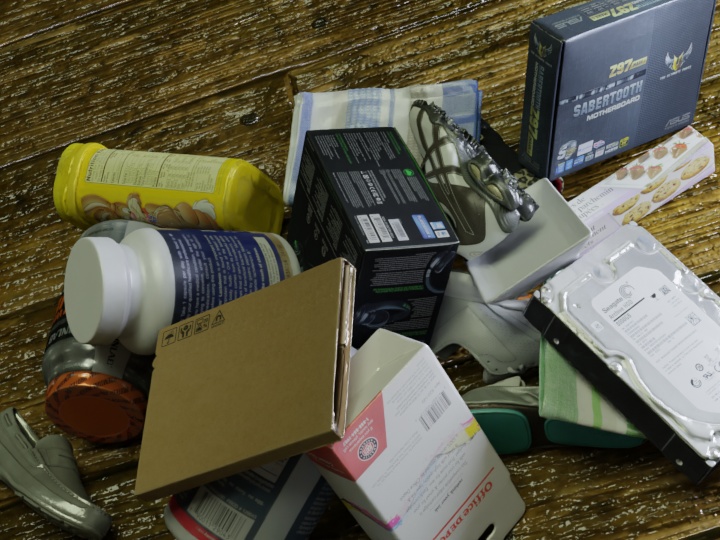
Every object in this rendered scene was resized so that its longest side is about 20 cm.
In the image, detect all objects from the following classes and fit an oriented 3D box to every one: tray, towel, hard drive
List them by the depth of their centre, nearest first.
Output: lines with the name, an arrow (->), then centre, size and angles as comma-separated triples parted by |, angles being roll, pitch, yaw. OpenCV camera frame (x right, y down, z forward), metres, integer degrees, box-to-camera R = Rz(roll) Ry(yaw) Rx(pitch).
hard drive -> 0.251, 0.062, 1.116 | 0.139, 0.038, 0.200 | -32, 67, -31
towel -> 0.248, 0.076, 1.140 | 0.199, 0.023, 0.153 | 13, 52, -7
tray -> 0.145, -0.024, 1.210 | 0.107, 0.022, 0.200 | -35, 17, 7
towel -> 0.022, -0.129, 1.357 | 0.198, 0.024, 0.148 | -2, 56, 13

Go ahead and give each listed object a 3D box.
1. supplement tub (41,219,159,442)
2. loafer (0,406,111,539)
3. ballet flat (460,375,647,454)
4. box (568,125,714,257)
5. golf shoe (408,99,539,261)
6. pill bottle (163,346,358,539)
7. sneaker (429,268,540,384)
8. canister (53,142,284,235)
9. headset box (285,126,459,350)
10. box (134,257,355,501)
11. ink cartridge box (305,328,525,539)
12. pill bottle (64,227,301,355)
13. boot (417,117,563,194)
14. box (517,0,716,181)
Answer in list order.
supplement tub -> -0.240, 0.059, 1.324 | 0.122, 0.123, 0.201 | -7, 48, 14
loafer -> -0.296, 0.187, 1.269 | 0.199, 0.070, 0.070 | 27, 71, 36
ballet flat -> 0.154, 0.121, 1.170 | 0.198, 0.068, 0.064 | -1, 42, 11
box -> 0.255, -0.069, 1.313 | 0.199, 0.042, 0.039 | -31, 47, -9
golf shoe -> 0.079, -0.087, 1.259 | 0.095, 0.078, 0.200 | -48, 39, 11
pill bottle -> -0.068, 0.149, 1.133 | 0.119, 0.119, 0.201 | 34, 95, 38
sneaker -> 0.153, 0.066, 1.224 | 0.199, 0.076, 0.093 | 14, 84, 19
canister -> -0.196, -0.073, 1.408 | 0.199, 0.148, 0.087 | 6, 78, 22
headset box -> 0.000, 0.000, 1.241 | 0.092, 0.201, 0.175 | -4, 42, -21
box -> -0.093, 0.089, 1.084 | 0.199, 0.021, 0.164 | -21, 47, 28
ink cartridge box -> 0.043, 0.161, 1.096 | 0.116, 0.201, 0.067 | -45, 31, -21
pill bottle -> -0.162, 0.020, 1.238 | 0.199, 0.116, 0.116 | 1, 35, -35
boot -> 0.087, -0.067, 1.352 | 0.203, 0.074, 0.154 | -40, 52, -14
box -> 0.248, -0.189, 1.305 | 0.199, 0.159, 0.051 | -22, 44, -26
